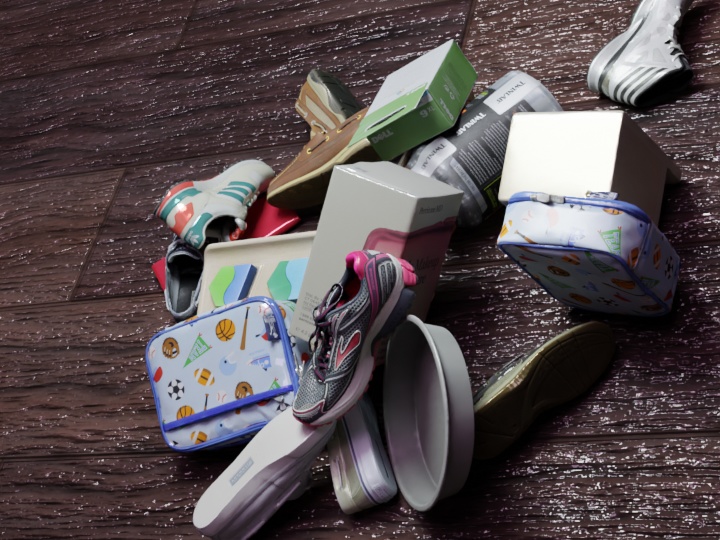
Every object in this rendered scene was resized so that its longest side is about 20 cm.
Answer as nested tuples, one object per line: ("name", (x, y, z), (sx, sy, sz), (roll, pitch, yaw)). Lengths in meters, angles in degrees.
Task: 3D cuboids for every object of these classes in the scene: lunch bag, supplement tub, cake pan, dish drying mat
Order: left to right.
("dish drying mat", (-0.175, -0.033, 1.899), (0.200, 0.018, 0.077), (-32, 45, -2))
("lunch bag", (-0.141, 0.123, 1.648), (0.200, 0.076, 0.160), (-19, 76, 24))
("cake pan", (0.069, 0.144, 1.483), (0.037, 0.200, 0.200), (-2, 40, -16))
("supplement tub", (0.146, -0.135, 1.733), (0.200, 0.123, 0.123), (-39, 43, -8))
("lunch bag", (0.234, -0.019, 1.505), (0.160, 0.200, 0.076), (8, 71, 33))

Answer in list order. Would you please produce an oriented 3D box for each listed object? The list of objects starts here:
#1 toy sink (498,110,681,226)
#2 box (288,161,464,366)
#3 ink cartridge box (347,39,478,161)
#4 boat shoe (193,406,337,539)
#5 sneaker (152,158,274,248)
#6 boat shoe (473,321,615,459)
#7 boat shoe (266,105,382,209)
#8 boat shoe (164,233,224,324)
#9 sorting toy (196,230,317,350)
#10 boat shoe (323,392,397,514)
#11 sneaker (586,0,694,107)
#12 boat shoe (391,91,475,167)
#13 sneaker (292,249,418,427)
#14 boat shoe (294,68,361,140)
("toy sink", (0.257, -0.088, 1.603), (0.130, 0.200, 0.112), (3, 76, 31))
("box", (0.018, -0.009, 1.601), (0.109, 0.128, 0.200), (23, 106, 23))
("ink cartridge box", (0.064, -0.192, 1.727), (0.104, 0.059, 0.200), (-26, 20, 29))
("boat shoe", (-0.089, 0.221, 1.555), (0.200, 0.069, 0.072), (-48, 31, 1))
("sneaker", (-0.169, -0.078, 1.858), (0.093, 0.070, 0.200), (48, 39, 16))
("boat shoe", (0.175, 0.117, 1.518), (0.201, 0.072, 0.066), (-38, 23, -11))
("boat shoe", (-0.039, -0.140, 1.833), (0.200, 0.072, 0.068), (-29, 59, 32))
("boat shoe", (-0.217, -0.010, 1.840), (0.072, 0.068, 0.200), (-11, 53, 15))
("sorting toy", (-0.120, 0.054, 1.721), (0.185, 0.036, 0.200), (-6, 69, 26))
("boat shoe", (-0.016, 0.174, 1.577), (0.062, 0.072, 0.200), (-28, 44, 10))
("sneaker", (0.381, -0.275, 1.779), (0.115, 0.076, 0.201), (34, 80, 36))
("boat shoe", (0.080, -0.159, 1.837), (0.065, 0.072, 0.200), (-3, 52, 47))
("sneaker", (-0.022, 0.067, 1.497), (0.081, 0.075, 0.200), (38, 105, 52))
("boat shoe", (-0.027, -0.182, 1.921), (0.074, 0.076, 0.200), (-49, 47, 22))
